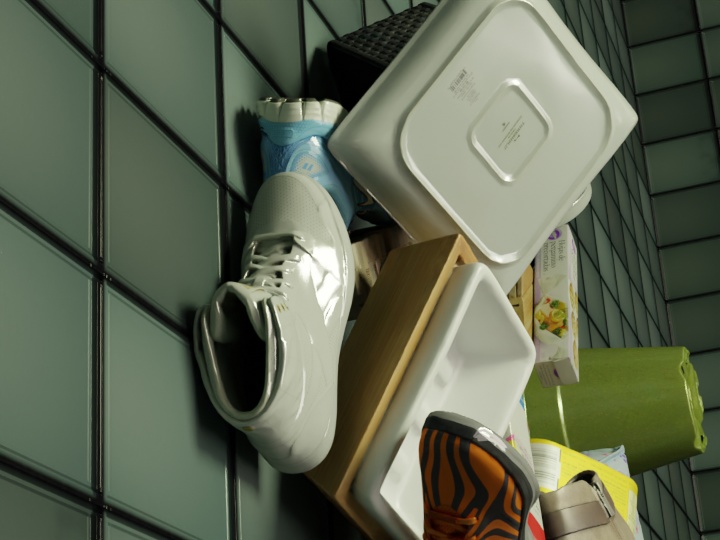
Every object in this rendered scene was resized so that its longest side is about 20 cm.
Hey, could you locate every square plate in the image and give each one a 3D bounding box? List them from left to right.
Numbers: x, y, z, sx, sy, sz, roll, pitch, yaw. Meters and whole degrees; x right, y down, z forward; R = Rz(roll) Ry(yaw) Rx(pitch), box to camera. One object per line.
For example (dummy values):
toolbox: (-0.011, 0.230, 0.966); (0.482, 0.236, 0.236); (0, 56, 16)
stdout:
square plate: (0.099, -0.098, 1.118); (0.200, 0.028, 0.198); (-52, 122, -12)

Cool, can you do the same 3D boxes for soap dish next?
soap dish: (0.038, 0.094, 1.087); (0.201, 0.081, 0.158); (-64, 147, -20)

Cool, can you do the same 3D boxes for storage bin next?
storage bin: (0.060, -0.123, 1.233); (0.200, 0.093, 0.136); (37, -31, 63)

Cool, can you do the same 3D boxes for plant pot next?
plant pot: (0.293, 0.162, 1.792); (0.200, 0.188, 0.202); (-12, 90, -73)

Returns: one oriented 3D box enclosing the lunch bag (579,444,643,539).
lunch bag: (0.216, 0.280, 1.586); (0.200, 0.126, 0.171); (-6, 84, -61)

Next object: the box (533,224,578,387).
box: (0.203, 0.034, 1.619); (0.201, 0.038, 0.042); (-82, 156, -47)

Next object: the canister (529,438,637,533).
canister: (0.182, 0.270, 1.422); (0.148, 0.087, 0.201); (26, 52, -19)

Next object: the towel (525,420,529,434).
towel: (0.109, 0.126, 1.340); (0.201, 0.023, 0.145); (97, -15, -55)

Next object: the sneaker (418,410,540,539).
sneaker: (0.064, 0.185, 1.015); (0.112, 0.077, 0.201); (-55, 144, -30)

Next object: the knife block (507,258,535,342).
knife block: (0.164, 0.062, 1.650); (0.176, 0.063, 0.201); (57, 27, -50)

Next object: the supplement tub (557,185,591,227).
supplement tub: (0.162, -0.153, 1.653); (0.141, 0.139, 0.201); (-76, 150, -54)

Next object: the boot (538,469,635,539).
boot: (0.164, 0.238, 1.191); (0.200, 0.070, 0.147); (-18, 89, -67)

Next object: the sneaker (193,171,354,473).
sneaker: (-0.053, 0.013, 0.966); (0.116, 0.073, 0.202); (52, 33, -62)

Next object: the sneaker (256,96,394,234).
sneaker: (-0.026, -0.060, 1.139); (0.200, 0.078, 0.091); (26, 71, -63)

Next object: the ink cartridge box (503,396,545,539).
ink cartridge box: (0.071, 0.161, 1.177); (0.067, 0.115, 0.201); (55, 25, -54)

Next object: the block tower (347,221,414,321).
block tower: (0.000, 0.000, 1.179); (0.200, 0.057, 0.055); (-24, 102, -71)
